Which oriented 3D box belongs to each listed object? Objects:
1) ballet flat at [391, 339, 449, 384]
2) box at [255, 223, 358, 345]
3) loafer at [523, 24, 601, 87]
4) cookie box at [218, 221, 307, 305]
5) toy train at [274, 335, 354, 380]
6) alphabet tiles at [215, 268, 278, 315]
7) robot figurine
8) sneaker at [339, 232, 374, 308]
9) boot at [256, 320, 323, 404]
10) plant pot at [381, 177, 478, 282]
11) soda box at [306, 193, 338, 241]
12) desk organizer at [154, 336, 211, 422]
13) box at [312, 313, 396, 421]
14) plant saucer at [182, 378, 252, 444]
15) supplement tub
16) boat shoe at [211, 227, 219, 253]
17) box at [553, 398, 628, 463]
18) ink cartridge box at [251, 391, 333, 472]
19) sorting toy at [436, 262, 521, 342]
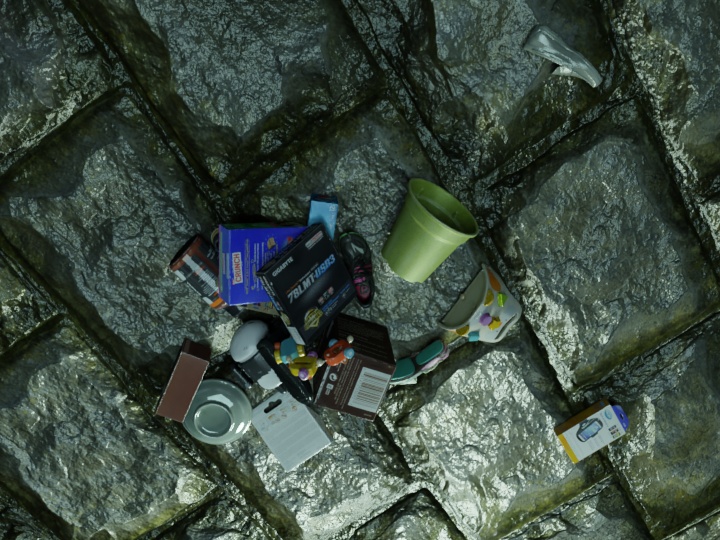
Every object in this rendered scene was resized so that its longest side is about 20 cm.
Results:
[{"bbox_3d":[0.152,0.257,1.705,0.197,0.070,0.072,-31,131,7],"label":"ballet flat"},{"bbox_3d":[-0.116,0.030,1.463,0.200,0.049,0.202,-43,118,-34],"label":"box"},{"bbox_3d":[0.453,-0.469,1.438,0.198,0.070,0.070,34,111,-9],"label":"loafer"},{"bbox_3d":[-0.225,-0.020,1.484,0.196,0.075,0.176,-4,103,-33],"label":"cookie box"},{"bbox_3d":[-0.107,0.192,1.462,0.149,0.198,0.057,-38,126,-30],"label":"toy train"},{"bbox_3d":[-0.244,0.011,1.530,0.197,0.007,0.171,15,92,-35],"label":"alphabet tiles"},{"bbox_3d":[-0.240,0.217,1.619,0.123,0.152,0.201,-18,121,47],"label":"robot figurine"},{"bbox_3d":[0.000,0.000,1.572,0.075,0.084,0.204,-17,113,2],"label":"sneaker"},{"bbox_3d":[-0.141,0.199,1.572,0.168,0.076,0.202,-43,101,-33],"label":"boot"},{"bbox_3d":[0.146,-0.081,1.510,0.197,0.202,0.186,28,119,-15],"label":"plant pot"},{"bbox_3d":[-0.100,-0.076,1.543,0.066,0.064,0.205,7,111,-8],"label":"soda box"},{"bbox_3d":[-0.457,0.285,1.653,0.076,0.072,0.203,22,108,-16],"label":"desk organizer"},{"bbox_3d":[-0.021,0.234,1.601,0.161,0.201,0.169,17,109,-12],"label":"box"},{"bbox_3d":[-0.389,0.387,1.706,0.194,0.050,0.205,-1,110,-2],"label":"plant saucer"},{"bbox_3d":[-0.353,0.019,1.536,0.107,0.107,0.200,-40,109,11],"label":"supplement tub"},{"bbox_3d":[-0.270,-0.035,1.545,0.197,0.062,0.075,30,105,-19],"label":"boat shoe"},{"bbox_3d":[0.667,0.455,1.840,0.198,0.042,0.120,-34,111,6],"label":"box"},{"bbox_3d":[-0.193,0.428,1.759,0.161,0.050,0.202,-34,93,10],"label":"ink cartridge box"},{"bbox_3d":[0.331,0.116,1.656,0.178,0.107,0.202,25,109,-34],"label":"sorting toy"}]
